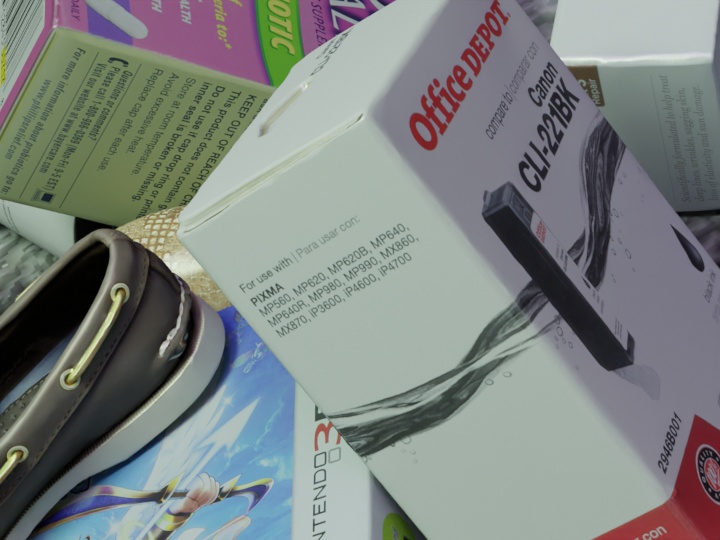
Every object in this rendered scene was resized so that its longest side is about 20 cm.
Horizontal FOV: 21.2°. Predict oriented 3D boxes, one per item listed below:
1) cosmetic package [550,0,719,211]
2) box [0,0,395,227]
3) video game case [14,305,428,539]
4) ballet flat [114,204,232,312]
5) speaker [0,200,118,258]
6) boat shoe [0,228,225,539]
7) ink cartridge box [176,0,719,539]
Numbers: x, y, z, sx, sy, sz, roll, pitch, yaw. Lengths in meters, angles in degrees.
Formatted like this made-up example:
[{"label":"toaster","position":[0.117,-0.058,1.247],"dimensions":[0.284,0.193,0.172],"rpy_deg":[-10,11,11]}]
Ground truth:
[{"label":"cosmetic package","position":[0.136,-0.132,0.841],"dimensions":[0.074,0.102,0.200],"rpy_deg":[-1,54,18]},{"label":"box","position":[-0.056,-0.104,0.813],"dimensions":[0.200,0.097,0.176],"rpy_deg":[14,45,-26]},{"label":"video game case","position":[-0.072,0.102,0.665],"dimensions":[0.200,0.045,0.181],"rpy_deg":[-22,42,21]},{"label":"ballet flat","position":[0.000,0.000,0.748],"dimensions":[0.200,0.065,0.071],"rpy_deg":[13,43,-13]},{"label":"speaker","position":[-0.167,-0.067,0.894],"dimensions":[0.200,0.081,0.081],"rpy_deg":[29,66,33]},{"label":"boat shoe","position":[-0.138,0.067,0.667],"dimensions":[0.200,0.060,0.072],"rpy_deg":[-41,38,1]},{"label":"ink cartridge box","position":[0.050,0.012,0.644],"dimensions":[0.084,0.200,0.144],"rpy_deg":[-32,15,31]}]
